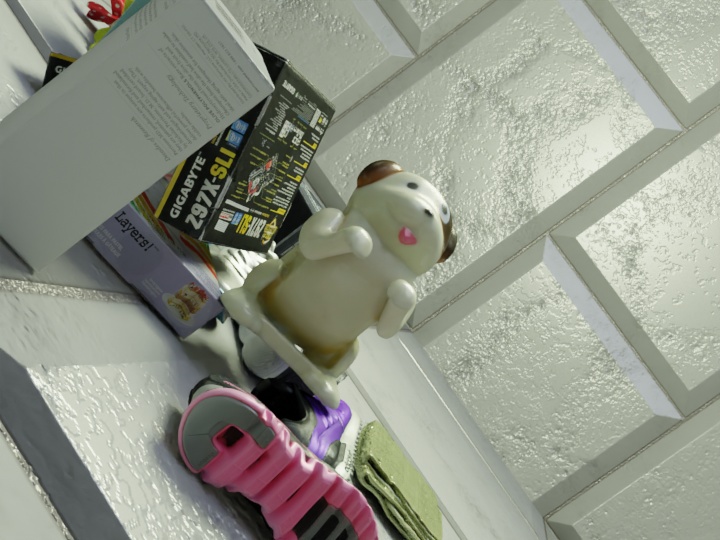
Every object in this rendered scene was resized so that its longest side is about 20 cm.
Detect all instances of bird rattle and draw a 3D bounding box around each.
[{"bbox_3d":[-0.322,-0.306,1.376,0.200,0.112,0.164,37,-25,60],"label":"bird rattle"}]

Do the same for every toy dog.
[{"bbox_3d":[0.000,0.000,0.886,0.140,0.200,0.194,46,4,-2],"label":"toy dog"}]

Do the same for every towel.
[{"bbox_3d":[0.043,0.255,1.152,0.149,0.036,0.200,53,6,-4],"label":"towel"}]

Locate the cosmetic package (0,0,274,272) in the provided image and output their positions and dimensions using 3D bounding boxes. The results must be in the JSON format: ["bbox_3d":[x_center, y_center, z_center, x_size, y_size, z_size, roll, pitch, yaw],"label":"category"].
[{"bbox_3d":[-0.164,-0.104,0.658,0.085,0.200,0.108,50,9,-26],"label":"cosmetic package"}]

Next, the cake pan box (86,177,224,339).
[{"bbox_3d":[-0.205,-0.061,0.858,0.200,0.052,0.184,52,3,-29],"label":"cake pan box"}]

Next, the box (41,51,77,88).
[{"bbox_3d":[-0.195,-0.160,0.987,0.199,0.050,0.160,18,6,7],"label":"box"}]

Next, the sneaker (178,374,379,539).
[{"bbox_3d":[-0.060,0.151,0.723,0.200,0.079,0.095,54,-7,-20],"label":"sneaker"}]

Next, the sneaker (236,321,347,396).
[{"bbox_3d":[-0.075,0.077,1.046,0.114,0.075,0.200,52,11,-28],"label":"sneaker"}]

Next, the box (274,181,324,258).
[{"bbox_3d":[-0.085,-0.029,1.412,0.200,0.117,0.197,52,5,-38],"label":"box"}]

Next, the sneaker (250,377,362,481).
[{"bbox_3d":[-0.055,0.131,0.866,0.100,0.069,0.200,51,5,-9],"label":"sneaker"}]

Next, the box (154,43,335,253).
[{"bbox_3d":[-0.093,-0.100,0.867,0.049,0.160,0.200,28,4,10],"label":"box"}]

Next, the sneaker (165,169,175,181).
[{"bbox_3d":[-0.190,-0.083,1.061,0.199,0.105,0.075,3,28,-45],"label":"sneaker"}]

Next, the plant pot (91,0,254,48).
[{"bbox_3d":[-0.212,-0.229,1.190,0.200,0.196,0.196,43,6,-7],"label":"plant pot"}]

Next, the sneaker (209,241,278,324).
[{"bbox_3d":[-0.132,-0.007,1.007,0.077,0.081,0.200,54,6,-13],"label":"sneaker"}]
